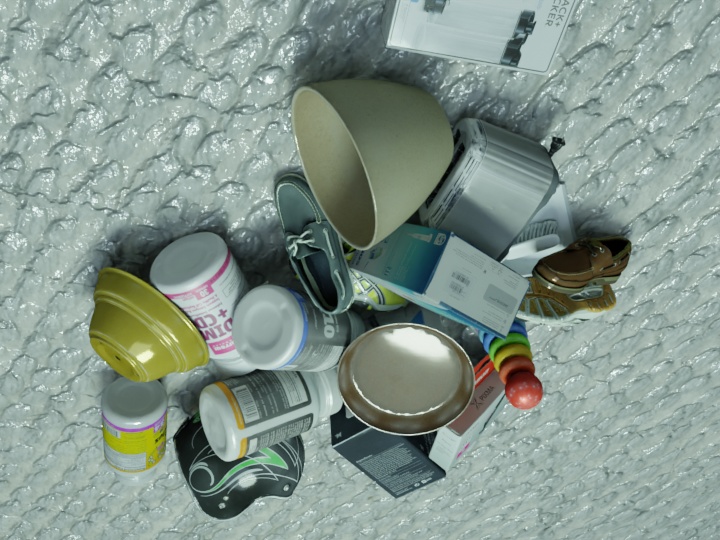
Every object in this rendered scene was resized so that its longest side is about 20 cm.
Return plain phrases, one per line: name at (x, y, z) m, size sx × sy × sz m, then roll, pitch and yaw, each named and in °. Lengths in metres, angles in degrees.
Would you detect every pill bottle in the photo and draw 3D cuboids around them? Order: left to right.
pill bottle at (-0.381, 0.277, 1.172) m, size 0.104 × 0.105 × 0.201 m, roll 6°, pitch 130°, yaw -11°
pill bottle at (-0.206, 0.054, 0.997) m, size 0.113 × 0.114 × 0.200 m, roll -17°, pitch 130°, yaw 8°
pill bottle at (-0.134, 0.204, 1.060) m, size 0.199 × 0.116 × 0.117 m, roll -14°, pitch 137°, yaw -33°
pill bottle at (-0.080, 0.087, 0.994) m, size 0.114 × 0.114 × 0.200 m, roll -34°, pitch 157°, yaw 21°

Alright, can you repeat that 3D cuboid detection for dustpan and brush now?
dustpan and brush at (0.218, -0.029, 1.009) m, size 0.199 × 0.057 × 0.140 m, roll -19°, pitch 129°, yaw 10°

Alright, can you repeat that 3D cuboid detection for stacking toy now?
stacking toy at (0.223, 0.123, 1.046) m, size 0.085 × 0.200 × 0.086 m, roll -3°, pitch 130°, yaw -3°

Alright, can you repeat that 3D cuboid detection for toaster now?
toaster at (0.162, -0.109, 0.902) m, size 0.129 × 0.114 × 0.200 m, roll 19°, pitch 127°, yaw -18°

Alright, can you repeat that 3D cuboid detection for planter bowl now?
planter bowl at (-0.317, 0.096, 0.973) m, size 0.200 × 0.084 × 0.201 m, roll 26°, pitch 147°, yaw 19°

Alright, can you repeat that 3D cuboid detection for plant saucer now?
plant saucer at (0.065, 0.154, 1.008) m, size 0.199 × 0.032 × 0.201 m, roll 2°, pitch 118°, yaw 3°

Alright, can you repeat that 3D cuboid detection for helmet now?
helmet at (-0.193, 0.303, 1.160) m, size 0.190 × 0.200 × 0.201 m, roll -25°, pitch 130°, yaw -5°

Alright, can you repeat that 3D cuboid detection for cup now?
cup at (0.025, -0.144, 0.827) m, size 0.143 × 0.200 × 0.201 m, roll -25°, pitch 133°, yaw -19°

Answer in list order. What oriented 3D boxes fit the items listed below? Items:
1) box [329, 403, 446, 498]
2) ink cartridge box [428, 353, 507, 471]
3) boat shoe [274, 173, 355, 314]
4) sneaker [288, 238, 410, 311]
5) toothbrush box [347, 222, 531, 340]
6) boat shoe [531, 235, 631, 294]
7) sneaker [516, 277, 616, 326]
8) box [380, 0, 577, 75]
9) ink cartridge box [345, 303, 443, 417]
box at (0.043, 0.265, 1.180) m, size 0.107 × 0.149 × 0.200 m, roll -30°, pitch 127°, yaw 18°
ink cartridge box at (0.200, 0.209, 1.138) m, size 0.043 × 0.200 × 0.174 m, roll 34°, pitch 133°, yaw 23°
boat shoe at (-0.064, -0.033, 0.923) m, size 0.073 × 0.062 × 0.201 m, roll -20°, pitch 98°, yaw 17°
sneaker at (0.000, 0.000, 1.001) m, size 0.199 × 0.076 × 0.077 m, roll 17°, pitch 127°, yaw -21°
toothbrush box at (0.097, 0.005, 0.911) m, size 0.146 × 0.200 × 0.086 m, roll 28°, pitch 87°, yaw -30°
boat shoe at (0.319, -0.018, 0.993) m, size 0.199 × 0.072 × 0.068 m, roll -10°, pitch 134°, yaw -44°
sneaker at (0.294, 0.060, 1.068) m, size 0.199 × 0.076 × 0.088 m, roll 1°, pitch 152°, yaw -20°
box at (0.132, -0.298, 0.773) m, size 0.199 × 0.060 × 0.117 m, roll 7°, pitch 129°, yaw -12°
ink cartridge box at (0.033, 0.132, 1.087) m, size 0.200 × 0.116 × 0.068 m, roll -34°, pitch 124°, yaw 20°
